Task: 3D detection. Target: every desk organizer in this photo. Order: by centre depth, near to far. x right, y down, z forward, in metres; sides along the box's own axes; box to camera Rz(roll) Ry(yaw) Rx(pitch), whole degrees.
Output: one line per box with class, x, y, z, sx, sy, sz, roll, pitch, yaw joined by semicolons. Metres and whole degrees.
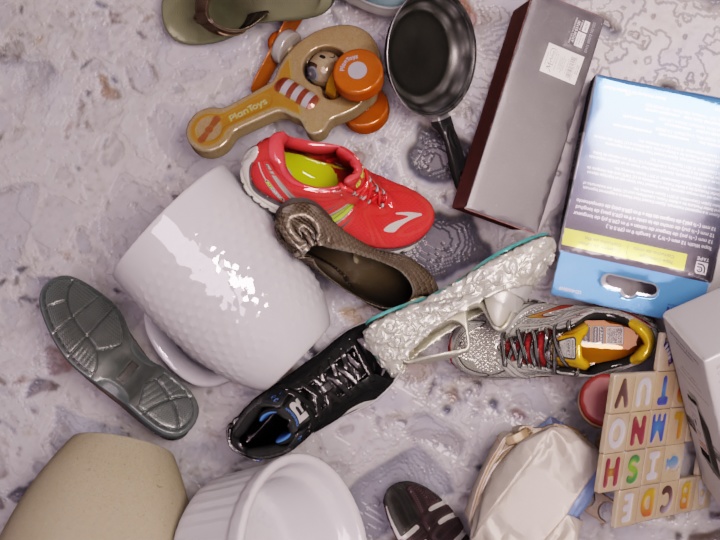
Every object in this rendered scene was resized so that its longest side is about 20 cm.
desk organizer;0.150;-0.141;1.045;0.071;0.077;0.203;18;90;-8

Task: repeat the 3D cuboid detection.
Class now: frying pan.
frying pan;0.080;-0.173;1.070;0.115;0.031;0.191;-50;127;-22

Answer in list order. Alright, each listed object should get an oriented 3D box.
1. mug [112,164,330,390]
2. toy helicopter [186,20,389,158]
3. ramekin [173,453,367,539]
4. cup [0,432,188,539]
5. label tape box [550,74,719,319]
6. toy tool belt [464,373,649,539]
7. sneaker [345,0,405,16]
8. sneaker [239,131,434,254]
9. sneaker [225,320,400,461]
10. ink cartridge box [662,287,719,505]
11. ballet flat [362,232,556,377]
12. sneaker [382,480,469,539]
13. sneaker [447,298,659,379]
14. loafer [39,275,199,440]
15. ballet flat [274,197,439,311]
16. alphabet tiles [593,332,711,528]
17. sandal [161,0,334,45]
mug;-0.132;0.031;1.071;0.175;0.148;0.200;46;126;-1
toy helicopter;-0.075;-0.171;1.069;0.198;0.079;0.134;-26;68;-3
ramekin;-0.084;0.275;1.045;0.097;0.200;0.204;-13;93;31
cup;-0.240;0.236;1.078;0.197;0.201;0.146;6;69;6
label tape box;0.261;-0.065;1.047;0.141;0.066;0.204;12;97;5
toy tool belt;0.181;0.189;1.061;0.124;0.123;0.201;33;86;15
sneaker;-0.037;-0.301;1.046;0.197;0.082;0.075;16;73;6
sneaker;-0.011;-0.070;1.036;0.197;0.085;0.078;16;64;-25
sneaker;-0.035;0.119;1.070;0.199;0.112;0.074;-35;91;8
ink cartridge box;0.360;0.107;0.987;0.145;0.083;0.202;-23;119;-1
ballet flat;0.098;0.039;1.042;0.198;0.072;0.073;-27;91;5
sneaker;0.071;0.309;1.094;0.201;0.075;0.116;50;131;22
sneaker;0.178;0.062;1.056;0.196;0.082;0.079;-8;94;8
loafer;-0.243;0.094;1.119;0.200;0.063;0.072;45;61;5
ballet flat;0.000;0.000;1.041;0.067;0.047;0.199;-37;129;24
alphabet tiles;0.271;0.138;1.012;0.007;0.198;0.170;12;97;45
sandal;-0.113;-0.252;1.045;0.199;0.057;0.081;-4;116;37
